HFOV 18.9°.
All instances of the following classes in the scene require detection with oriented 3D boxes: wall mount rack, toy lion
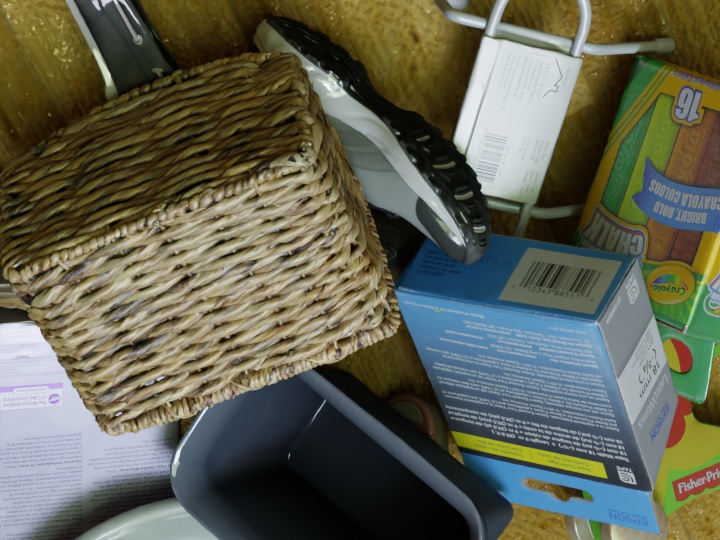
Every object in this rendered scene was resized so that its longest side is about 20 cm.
[{"bbox_3d":[0.115,-0.100,1.391,0.173,0.075,0.200,12,110,-16],"label":"wall mount rack"},{"bbox_3d":[0.200,0.090,1.492,0.200,0.069,0.192,-18,100,-22],"label":"toy lion"}]

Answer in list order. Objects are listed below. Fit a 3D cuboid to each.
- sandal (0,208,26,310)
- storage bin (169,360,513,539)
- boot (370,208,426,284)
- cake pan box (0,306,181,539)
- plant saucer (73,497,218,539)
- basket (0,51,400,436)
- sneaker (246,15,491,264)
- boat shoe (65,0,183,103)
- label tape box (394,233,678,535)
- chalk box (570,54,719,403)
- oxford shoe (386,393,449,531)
[{"bbox_3d":[-0.208,-0.008,1.350,0.200,0.080,0.054,11,147,-28],"label":"sandal"},{"bbox_3d":[-0.004,0.152,1.395,0.200,0.134,0.146,38,103,19],"label":"storage bin"},{"bbox_3d":[0.000,0.000,1.381,0.200,0.097,0.075,24,121,-22],"label":"boot"},{"bbox_3d":[-0.215,0.106,1.404,0.200,0.052,0.185,-5,113,-13],"label":"cake pan box"},{"bbox_3d":[-0.137,0.234,1.440,0.200,0.050,0.200,-20,139,-18],"label":"plant saucer"},{"bbox_3d":[-0.097,-0.020,1.277,0.200,0.143,0.149,-22,128,7],"label":"basket"},{"bbox_3d":[0.000,-0.070,1.333,0.200,0.074,0.079,42,110,15],"label":"sneaker"},{"bbox_3d":[-0.145,-0.161,1.293,0.057,0.067,0.200,-20,123,1],"label":"boat shoe"},{"bbox_3d":[0.120,0.070,1.376,0.063,0.144,0.200,-57,142,-33],"label":"label tape box"},{"bbox_3d":[0.223,-0.019,1.389,0.124,0.124,0.200,13,97,-40],"label":"chalk box"},{"bbox_3d":[0.043,0.175,1.507,0.074,0.071,0.200,-15,116,-42],"label":"oxford shoe"}]
